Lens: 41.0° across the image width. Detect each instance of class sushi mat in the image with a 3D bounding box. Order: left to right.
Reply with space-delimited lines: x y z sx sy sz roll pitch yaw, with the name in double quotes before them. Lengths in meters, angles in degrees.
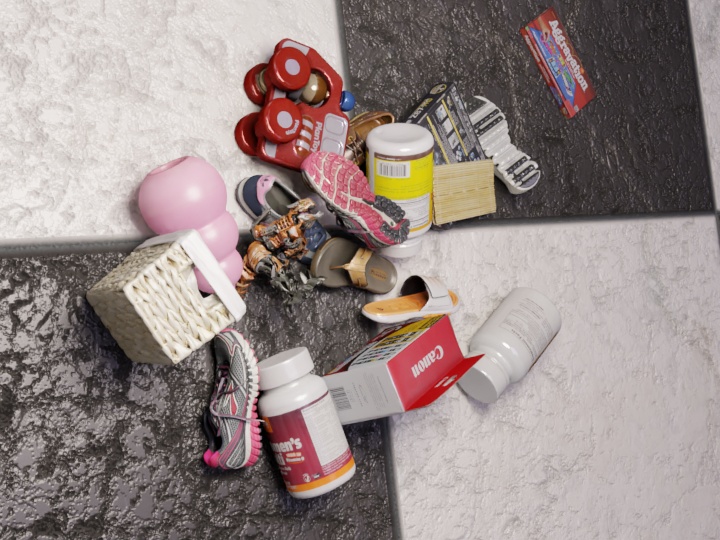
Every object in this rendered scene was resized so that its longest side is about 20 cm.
"sushi mat" 0.177 -0.137 1.647 0.199 0.012 0.097 -14 104 -51

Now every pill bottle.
"pill bottle" -0.088 0.224 1.427 0.109 0.109 0.202 -24 98 -35
"pill bottle" 0.063 -0.126 1.550 0.109 0.109 0.202 -24 127 -35
"pill bottle" 0.256 0.132 1.683 0.200 0.114 0.115 -45 109 -31

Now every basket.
"basket" -0.264 0.040 1.276 0.123 0.199 0.136 -40 106 -27

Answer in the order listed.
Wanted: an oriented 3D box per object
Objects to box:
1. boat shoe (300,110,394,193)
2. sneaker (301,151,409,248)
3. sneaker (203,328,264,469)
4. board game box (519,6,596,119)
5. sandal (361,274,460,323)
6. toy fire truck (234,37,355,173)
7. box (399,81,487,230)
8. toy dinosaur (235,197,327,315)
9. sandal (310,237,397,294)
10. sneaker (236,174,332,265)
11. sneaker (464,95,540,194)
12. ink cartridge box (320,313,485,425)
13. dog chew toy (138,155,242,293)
"boat shoe" -0.019 -0.200 1.562 0.200 0.067 0.072 -45 109 -31
"sneaker" -0.018 -0.097 1.454 0.200 0.074 0.081 42 53 -26
"sneaker" -0.188 0.184 1.380 0.074 0.080 0.202 -2 85 -33
"board game box" 0.396 -0.414 1.919 0.103 0.019 0.201 -41 107 -34
"sandal" 0.092 0.041 1.584 0.205 0.079 0.060 -10 117 -42
"toy fire truck" -0.090 -0.244 1.484 0.167 0.112 0.202 17 75 -29
"box" 0.144 -0.196 1.662 0.161 0.049 0.201 -51 127 -33
"toy dinosaur" -0.123 -0.011 1.426 0.136 0.200 0.102 44 28 2
"sandal" 0.000 0.000 1.534 0.199 0.054 0.083 20 82 -46
"sneaker" -0.098 -0.073 1.477 0.200 0.082 0.071 38 64 -29
"sneaker" 0.246 -0.224 1.758 0.075 0.081 0.201 -30 82 -8
"ink cartridge box" 0.070 0.146 1.482 0.200 0.175 0.085 -32 102 -52
"dog chew toy" -0.230 -0.057 1.365 0.124 0.124 0.202 -35 112 -34
